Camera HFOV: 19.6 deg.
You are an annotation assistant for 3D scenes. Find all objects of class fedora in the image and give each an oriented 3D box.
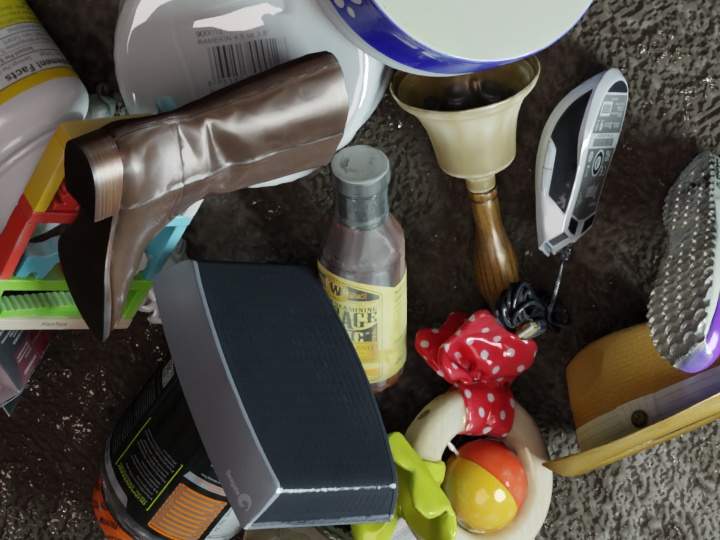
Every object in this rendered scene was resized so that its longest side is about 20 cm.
[{"bbox_3d":[0.210,0.078,1.473,0.200,0.201,0.082,-24,80,12],"label":"fedora"}]

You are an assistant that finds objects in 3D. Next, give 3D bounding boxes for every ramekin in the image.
[{"bbox_3d":[-0.075,-0.154,1.432,0.199,0.098,0.201,1,111,4],"label":"ramekin"}]

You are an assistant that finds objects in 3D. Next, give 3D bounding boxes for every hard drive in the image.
[{"bbox_3d":[-0.053,0.077,1.397,0.134,0.201,0.042,3,142,-37],"label":"hard drive"}]

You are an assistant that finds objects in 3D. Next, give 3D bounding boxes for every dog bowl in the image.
[{"bbox_3d":[0.063,-0.229,1.355,0.199,0.079,0.201,0,90,-23],"label":"dog bowl"}]

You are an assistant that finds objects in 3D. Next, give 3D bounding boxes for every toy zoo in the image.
[{"bbox_3d":[-0.169,-0.037,1.383,0.131,0.020,0.200,0,134,-42],"label":"toy zoo"}]

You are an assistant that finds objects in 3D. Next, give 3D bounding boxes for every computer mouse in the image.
[{"bbox_3d":[0.140,-0.049,1.469,0.044,0.110,0.201,19,100,24],"label":"computer mouse"}]

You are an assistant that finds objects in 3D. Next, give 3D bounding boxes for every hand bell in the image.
[{"bbox_3d":[0.086,-0.051,1.478,0.104,0.104,0.201,-7,122,6],"label":"hand bell"}]

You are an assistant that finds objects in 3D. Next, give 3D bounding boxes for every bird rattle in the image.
[{"bbox_3d":[0.072,0.132,1.495,0.112,0.200,0.163,-13,122,47],"label":"bird rattle"}]

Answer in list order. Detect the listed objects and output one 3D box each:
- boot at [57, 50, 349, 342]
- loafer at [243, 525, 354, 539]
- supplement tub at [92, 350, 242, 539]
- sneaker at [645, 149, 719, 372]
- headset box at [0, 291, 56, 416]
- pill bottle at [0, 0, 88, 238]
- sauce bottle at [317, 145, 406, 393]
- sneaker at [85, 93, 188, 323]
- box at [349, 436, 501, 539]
[{"bbox_3d":[-0.096,-0.049,1.365,0.199,0.064,0.187,-24,149,-27],"label":"boot"},{"bbox_3d":[-0.031,0.217,1.515,0.075,0.200,0.069,23,89,-24],"label":"loafer"},{"bbox_3d":[-0.109,0.121,1.505,0.122,0.123,0.200,33,128,-8],"label":"supplement tub"},{"bbox_3d":[0.257,0.005,1.419,0.099,0.201,0.070,33,131,-14],"label":"sneaker"},{"bbox_3d":[-0.295,0.011,1.481,0.075,0.149,0.200,-28,106,15],"label":"headset box"},{"bbox_3d":[-0.256,-0.126,1.413,0.114,0.114,0.200,-38,81,16],"label":"pill bottle"},{"bbox_3d":[0.000,0.000,1.466,0.066,0.066,0.201,0,133,4],"label":"sauce bottle"},{"bbox_3d":[-0.159,-0.037,1.499,0.081,0.075,0.200,-36,105,6],"label":"sneaker"},{"bbox_3d":[0.037,0.195,1.575,0.200,0.039,0.041,-36,105,10],"label":"box"}]
